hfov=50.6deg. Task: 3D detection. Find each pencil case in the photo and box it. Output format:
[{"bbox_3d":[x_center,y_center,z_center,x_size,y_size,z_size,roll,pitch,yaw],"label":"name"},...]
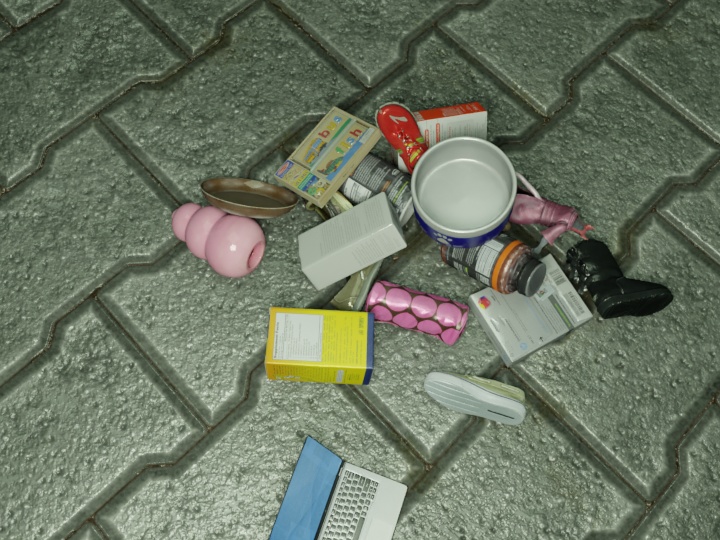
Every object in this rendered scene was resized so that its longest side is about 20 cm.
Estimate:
[{"bbox_3d":[0.106,0.085,1.473,0.197,0.095,0.091,16,21,4],"label":"pencil case"}]

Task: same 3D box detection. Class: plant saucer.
[{"bbox_3d":[-0.223,-0.143,1.522,0.197,0.201,0.033,13,110,2],"label":"plant saucer"}]

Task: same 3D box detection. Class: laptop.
[{"bbox_3d":[-0.033,0.416,1.300,0.197,0.116,0.190,20,67,5],"label":"laptop"}]

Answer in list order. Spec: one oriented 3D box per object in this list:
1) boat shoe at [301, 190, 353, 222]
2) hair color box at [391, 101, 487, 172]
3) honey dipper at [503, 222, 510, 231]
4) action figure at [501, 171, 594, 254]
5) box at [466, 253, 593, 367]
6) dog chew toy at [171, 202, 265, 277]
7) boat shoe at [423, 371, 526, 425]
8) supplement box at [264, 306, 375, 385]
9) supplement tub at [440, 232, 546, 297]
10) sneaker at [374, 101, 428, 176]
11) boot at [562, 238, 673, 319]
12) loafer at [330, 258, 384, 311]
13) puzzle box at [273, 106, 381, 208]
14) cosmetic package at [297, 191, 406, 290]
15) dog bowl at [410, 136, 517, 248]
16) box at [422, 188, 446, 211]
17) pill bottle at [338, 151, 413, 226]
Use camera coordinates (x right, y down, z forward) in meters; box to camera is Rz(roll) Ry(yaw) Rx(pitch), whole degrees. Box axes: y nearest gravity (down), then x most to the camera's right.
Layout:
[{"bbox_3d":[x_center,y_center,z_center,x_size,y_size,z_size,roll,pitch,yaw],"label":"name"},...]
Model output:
[{"bbox_3d":[-0.089,-0.153,1.570,0.199,0.073,0.065,41,65,13],"label":"boat shoe"},{"bbox_3d":[0.165,-0.282,1.617,0.197,0.112,0.064,-10,32,-9],"label":"hair color box"},{"bbox_3d":[0.218,-0.110,1.595,0.197,0.038,0.039,13,66,-2],"label":"honey dipper"},{"bbox_3d":[0.380,-0.123,1.545,0.197,0.150,0.134,20,49,20],"label":"action figure"},{"bbox_3d":[0.336,0.077,1.514,0.198,0.041,0.157,-26,70,-15],"label":"box"},{"bbox_3d":[-0.286,-0.070,1.499,0.198,0.125,0.125,27,67,16],"label":"dog chew toy"},{"bbox_3d":[0.216,0.231,1.434,0.197,0.073,0.062,21,42,2],"label":"boat shoe"},{"bbox_3d":[-0.075,0.142,1.421,0.196,0.110,0.111,4,66,-3],"label":"supplement box"},{"bbox_3d":[0.261,-0.023,1.486,0.199,0.108,0.107,30,66,33],"label":"supplement tub"},{"bbox_3d":[0.103,-0.252,1.531,0.077,0.200,0.085,-35,31,9],"label":"sneaker"},{"bbox_3d":[0.516,0.013,1.538,0.195,0.074,0.164,-4,51,-23],"label":"boot"},{"bbox_3d":[0.000,0.000,1.507,0.069,0.075,0.202,24,67,2],"label":"loafer"},{"bbox_3d":[-0.066,-0.232,1.538,0.132,0.025,0.201,30,75,31],"label":"puzzle box"},{"bbox_3d":[-0.018,-0.056,1.476,0.198,0.071,0.102,-25,42,13],"label":"cosmetic package"},{"bbox_3d":[0.195,-0.148,1.447,0.196,0.079,0.203,-2,68,5],"label":"dog bowl"},{"bbox_3d":[0.207,-0.169,1.565,0.199,0.070,0.064,-36,68,-28],"label":"box"},{"bbox_3d":[0.024,-0.181,1.571,0.199,0.107,0.107,34,68,11],"label":"pill bottle"}]
